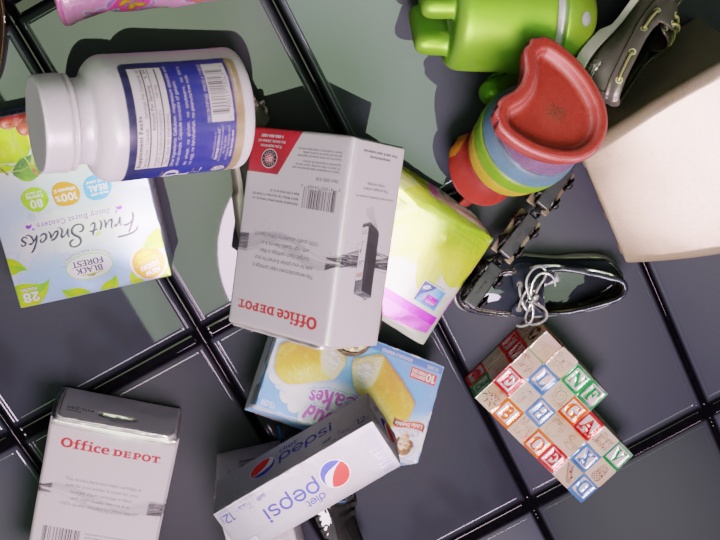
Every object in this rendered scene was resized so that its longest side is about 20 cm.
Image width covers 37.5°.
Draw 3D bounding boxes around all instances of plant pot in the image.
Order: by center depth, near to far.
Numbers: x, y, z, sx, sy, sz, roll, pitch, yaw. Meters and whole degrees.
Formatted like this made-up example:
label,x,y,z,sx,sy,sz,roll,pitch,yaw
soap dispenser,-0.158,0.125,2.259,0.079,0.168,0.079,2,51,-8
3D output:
label,x,y,z,sx,sy,sz,roll,pitch,yaw
plant pot,0.328,-0.122,1.120,0.175,0.200,0.202,-23,109,13

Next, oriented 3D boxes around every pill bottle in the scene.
label,x,y,z,sx,sy,sz,roll,pitch,yaw
pill bottle,-0.212,-0.148,1.016,0.197,0.119,0.122,-9,110,-27

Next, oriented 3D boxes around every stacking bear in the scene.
label,x,y,z,sx,sy,sz,roll,pitch,yaw
stacking bear,0.155,-0.127,1.089,0.113,0.200,0.122,32,66,-9

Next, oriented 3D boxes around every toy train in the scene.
label,x,y,z,sx,sy,sz,roll,pitch,yaw
toy train,0.175,-0.041,1.180,0.034,0.046,0.201,37,86,-5

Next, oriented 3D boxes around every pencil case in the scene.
label,x,y,z,sx,sy,sz,roll,pitch,yaw
pencil case,-0.212,-0.301,1.052,0.197,0.088,0.089,-10,109,-2

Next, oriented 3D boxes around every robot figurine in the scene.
label,x,y,z,sx,sy,sz,roll,pitch,yaw
robot figurine,0.152,-0.262,1.086,0.197,0.117,0.177,1,134,-9

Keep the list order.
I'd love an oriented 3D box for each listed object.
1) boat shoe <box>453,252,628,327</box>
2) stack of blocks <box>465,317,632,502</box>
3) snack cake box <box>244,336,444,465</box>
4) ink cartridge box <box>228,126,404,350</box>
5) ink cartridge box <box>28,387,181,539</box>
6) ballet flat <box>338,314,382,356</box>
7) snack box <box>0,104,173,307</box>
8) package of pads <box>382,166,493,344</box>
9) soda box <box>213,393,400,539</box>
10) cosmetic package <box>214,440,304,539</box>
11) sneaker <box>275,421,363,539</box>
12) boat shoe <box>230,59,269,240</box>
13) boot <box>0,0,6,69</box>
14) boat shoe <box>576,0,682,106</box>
label,x,y,z,sx,sy,sz,roll,pitch,yaw
boat shoe,0.206,0.023,1.212,0.197,0.062,0.076,-1,110,-6
stack of blocks,0.235,0.164,1.261,0.115,0.059,0.200,-43,107,7
snack cake box,-0.018,0.133,1.195,0.198,0.067,0.117,21,73,-13
ink cartridge box,-0.046,-0.033,1.057,0.083,0.143,0.203,5,95,-49
ink cartridge box,-0.294,0.250,1.215,0.143,0.085,0.203,12,108,-10
ballet flat,0.000,0.000,1.118,0.066,0.046,0.203,7,108,-7
snack box,-0.300,-0.079,1.119,0.166,0.068,0.203,-13,110,-4
package of pads,0.029,-0.036,1.169,0.198,0.068,0.156,30,102,-15
soda box,-0.057,0.216,1.125,0.198,0.068,0.064,-31,109,6
cosmetic package,-0.109,0.319,1.247,0.084,0.108,0.203,-11,107,-3
sneaker,-0.028,0.253,1.252,0.081,0.073,0.202,-24,111,-6
boat shoe,-0.113,-0.130,1.124,0.056,0.067,0.203,-8,104,-14
boot,-0.409,-0.191,1.054,0.074,0.097,0.202,22,104,-13
boat shoe,0.293,-0.244,1.097,0.060,0.072,0.202,34,66,21
